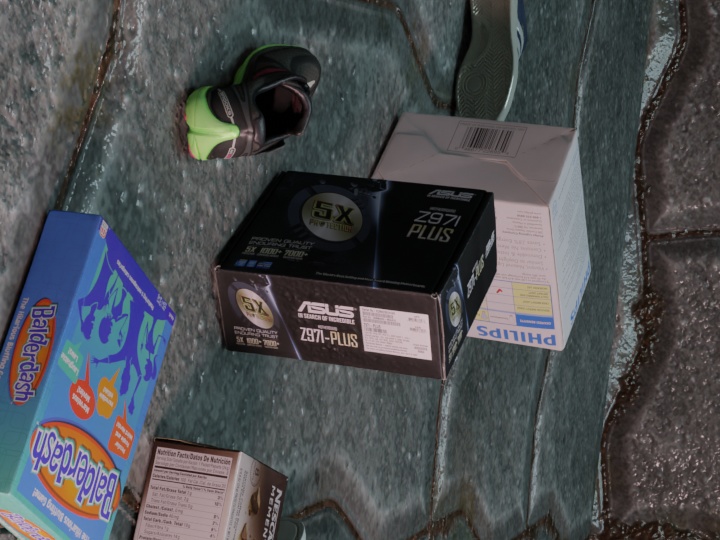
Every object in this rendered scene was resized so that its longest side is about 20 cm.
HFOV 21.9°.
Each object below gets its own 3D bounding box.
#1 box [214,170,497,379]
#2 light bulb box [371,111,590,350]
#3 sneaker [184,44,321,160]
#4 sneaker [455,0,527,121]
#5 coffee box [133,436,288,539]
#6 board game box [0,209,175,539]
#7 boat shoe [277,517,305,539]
[{"bbox_3d":[0.000,0.000,1.568,0.164,0.198,0.087,-58,149,-51],"label":"box"},{"bbox_3d":[0.128,-0.041,1.929,0.201,0.196,0.125,79,28,-43],"label":"light bulb box"},{"bbox_3d":[-0.071,-0.130,1.502,0.200,0.083,0.078,-49,141,-59],"label":"sneaker"},{"bbox_3d":[0.160,-0.246,2.149,0.084,0.074,0.202,31,66,-64],"label":"sneaker"},{"bbox_3d":[-0.127,0.243,1.453,0.113,0.079,0.202,44,54,-65],"label":"coffee box"},{"bbox_3d":[-0.195,0.084,1.265,0.152,0.044,0.202,61,40,-59],"label":"board game box"},{"bbox_3d":[-0.087,0.287,1.590,0.200,0.075,0.061,-49,135,-58],"label":"boat shoe"}]
